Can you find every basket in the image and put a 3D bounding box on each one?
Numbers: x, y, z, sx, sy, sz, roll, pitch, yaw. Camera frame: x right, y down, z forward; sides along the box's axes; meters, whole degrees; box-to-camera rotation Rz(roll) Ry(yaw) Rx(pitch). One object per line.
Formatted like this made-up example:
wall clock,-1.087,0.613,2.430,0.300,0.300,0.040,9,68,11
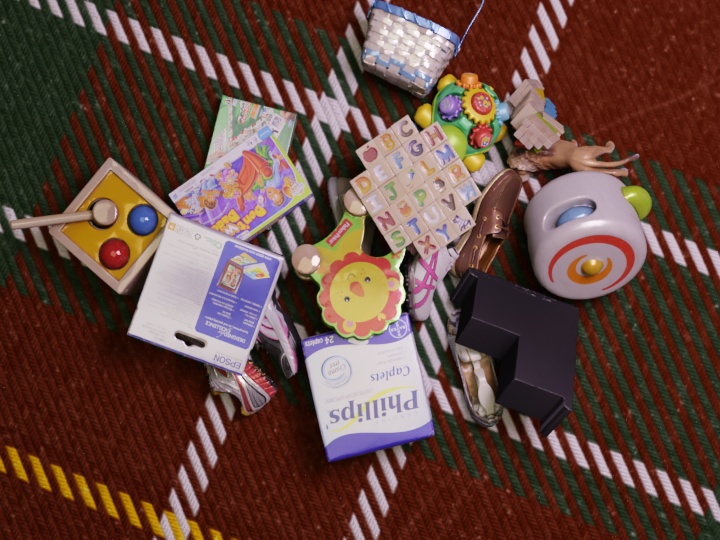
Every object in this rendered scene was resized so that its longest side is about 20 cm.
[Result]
basket,0.089,-0.404,1.543,0.174,0.139,0.202,26,95,1

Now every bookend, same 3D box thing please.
bookend,0.233,0.127,1.478,0.196,0.093,0.202,20,50,-6

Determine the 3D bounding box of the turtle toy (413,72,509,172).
turtle toy,0.166,-0.238,1.527,0.145,0.101,0.201,40,64,-6

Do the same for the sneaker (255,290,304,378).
sneaker,-0.164,0.091,1.556,0.085,0.080,0.202,-28,79,10

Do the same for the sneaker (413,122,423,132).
sneaker,0.124,-0.152,1.574,0.082,0.071,0.202,-21,84,-24

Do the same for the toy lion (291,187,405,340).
toy lion,0.000,0.000,1.480,0.191,0.069,0.200,41,80,5

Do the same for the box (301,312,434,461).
box,0.014,0.188,1.527,0.181,0.105,0.203,-14,87,-1

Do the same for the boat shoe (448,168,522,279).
boat shoe,0.219,-0.070,1.549,0.067,0.072,0.202,29,91,46

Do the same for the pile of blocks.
pile of blocks,0.282,-0.241,1.536,0.081,0.201,0.062,32,125,-14

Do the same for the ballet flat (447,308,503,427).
ballet flat,0.194,0.160,1.547,0.071,0.072,0.204,-15,87,-1

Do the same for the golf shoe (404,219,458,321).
golf shoe,0.115,-0.005,1.525,0.090,0.073,0.203,1,117,-2

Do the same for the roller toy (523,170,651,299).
roller toy,0.355,-0.048,1.489,0.179,0.201,0.141,9,47,-13

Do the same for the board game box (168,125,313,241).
board game box,-0.196,-0.124,1.545,0.199,0.045,0.135,-35,88,-2

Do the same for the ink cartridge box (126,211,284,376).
ink cartridge box,-0.244,0.037,1.487,0.195,0.047,0.203,21,94,-8

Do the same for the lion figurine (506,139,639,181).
lion figurine,0.340,-0.184,1.526,0.121,0.199,0.074,-3,94,-34

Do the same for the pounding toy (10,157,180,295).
pounding toy,-0.417,-0.073,1.521,0.199,0.142,0.185,40,87,2

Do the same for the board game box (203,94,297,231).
board game box,-0.193,-0.181,1.586,0.132,0.029,0.203,14,87,1

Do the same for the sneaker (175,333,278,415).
sneaker,-0.233,0.160,1.541,0.199,0.078,0.082,41,89,2

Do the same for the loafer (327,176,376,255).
loafer,-0.006,-0.062,1.556,0.068,0.075,0.204,-12,87,3

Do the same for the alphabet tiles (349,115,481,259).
alphabet tiles,0.086,-0.128,1.456,0.165,0.006,0.202,-33,92,5
